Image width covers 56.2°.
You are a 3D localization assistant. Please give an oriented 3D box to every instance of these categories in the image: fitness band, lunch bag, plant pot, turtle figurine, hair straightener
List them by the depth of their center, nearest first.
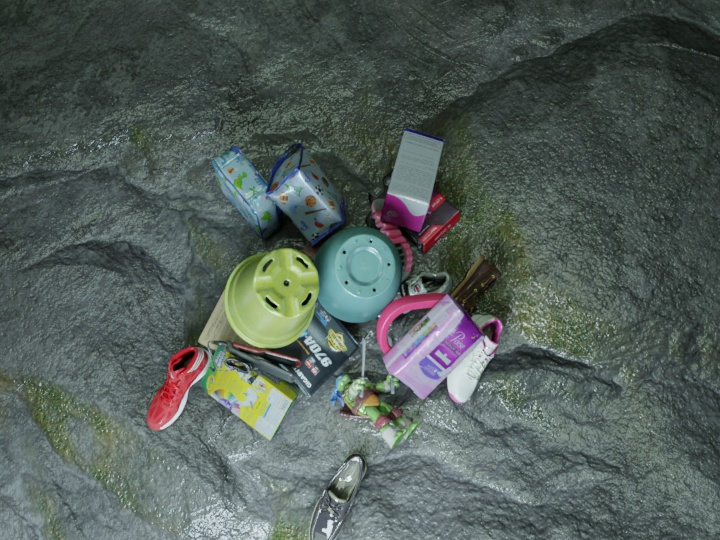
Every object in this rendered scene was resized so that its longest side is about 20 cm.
[{"bbox_3d":[-0.163,0.043,1.342,0.195,0.184,0.207,4,76,-18],"label":"plant pot"},{"bbox_3d":[-0.223,0.190,1.375,0.195,0.041,0.078,19,55,-2],"label":"hair straightener"},{"bbox_3d":[0.045,0.251,1.397,0.200,0.144,0.194,-44,69,-9],"label":"turtle figurine"},{"bbox_3d":[0.000,0.000,1.401,0.194,0.161,0.207,1,82,-7],"label":"plant pot"},{"bbox_3d":[0.125,0.117,1.425,0.194,0.147,0.038,-5,30,-21],"label":"fitness band"},{"bbox_3d":[-0.122,-0.183,1.546,0.122,0.171,0.202,-31,27,20],"label":"lunch bag"},{"bbox_3d":[-0.265,-0.182,1.596,0.082,0.162,0.201,-35,70,-16],"label":"lunch bag"}]

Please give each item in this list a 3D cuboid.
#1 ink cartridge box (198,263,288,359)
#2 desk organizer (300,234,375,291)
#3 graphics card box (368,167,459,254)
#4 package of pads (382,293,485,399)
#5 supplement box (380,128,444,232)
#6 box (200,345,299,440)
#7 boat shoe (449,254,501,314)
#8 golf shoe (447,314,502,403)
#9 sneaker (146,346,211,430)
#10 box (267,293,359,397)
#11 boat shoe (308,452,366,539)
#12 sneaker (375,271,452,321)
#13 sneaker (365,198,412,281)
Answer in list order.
[{"bbox_3d":[-0.245,0.111,1.517,0.161,0.075,0.204,22,70,12],"label":"ink cartridge box"},{"bbox_3d":[-0.039,-0.001,1.549,0.198,0.072,0.077,37,72,18],"label":"desk organizer"},{"bbox_3d":[0.126,-0.154,1.609,0.125,0.051,0.200,-41,69,-12],"label":"graphics card box"},{"bbox_3d":[0.153,0.160,1.393,0.200,0.120,0.076,-45,37,7],"label":"package of pads"},{"bbox_3d":[0.119,-0.206,1.535,0.101,0.102,0.204,15,56,0],"label":"supplement box"},{"bbox_3d":[-0.238,0.252,1.429,0.198,0.048,0.119,34,111,6],"label":"box"},{"bbox_3d":[0.234,0.060,1.498,0.070,0.070,0.201,40,84,6],"label":"boat shoe"},{"bbox_3d":[0.243,0.182,1.431,0.074,0.091,0.204,27,70,-17],"label":"golf shoe"},{"bbox_3d":[-0.408,0.244,1.448,0.077,0.116,0.203,27,78,15],"label":"sneaker"},{"bbox_3d":[-0.120,0.143,1.459,0.158,0.046,0.201,-40,94,-22],"label":"box"},{"bbox_3d":[-0.048,0.461,1.360,0.071,0.065,0.203,27,73,13],"label":"boat shoe"},{"bbox_3d":[0.113,0.049,1.507,0.196,0.089,0.075,-24,68,-4],"label":"sneaker"},{"bbox_3d":[0.058,-0.058,1.561,0.077,0.095,0.205,-2,68,-32],"label":"sneaker"}]
